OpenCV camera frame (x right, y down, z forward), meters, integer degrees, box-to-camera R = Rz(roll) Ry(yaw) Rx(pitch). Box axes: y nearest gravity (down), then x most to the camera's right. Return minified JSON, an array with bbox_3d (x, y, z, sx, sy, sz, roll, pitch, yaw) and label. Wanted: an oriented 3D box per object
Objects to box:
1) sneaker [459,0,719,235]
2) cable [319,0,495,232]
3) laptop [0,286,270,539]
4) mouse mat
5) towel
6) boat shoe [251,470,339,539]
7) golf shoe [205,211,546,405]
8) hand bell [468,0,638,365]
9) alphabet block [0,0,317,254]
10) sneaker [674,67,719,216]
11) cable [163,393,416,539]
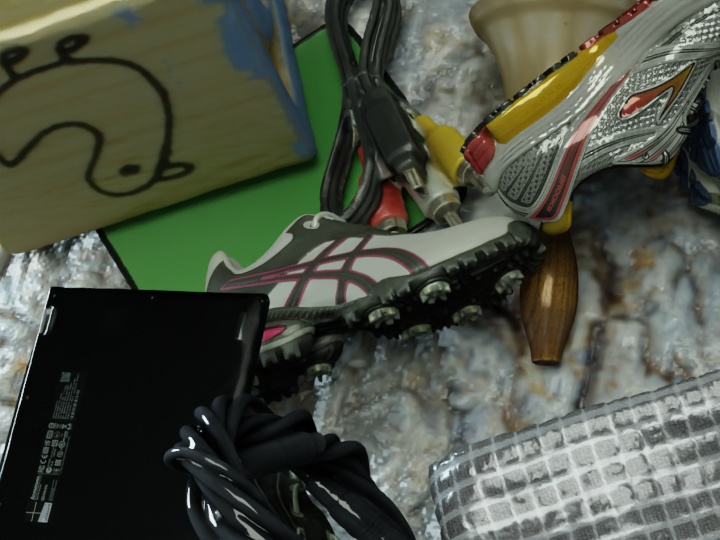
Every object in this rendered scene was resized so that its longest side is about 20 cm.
[{"bbox_3d":[0.152,-0.095,1.064,0.200,0.078,0.082,-37,91,10],"label":"sneaker"},{"bbox_3d":[0.010,-0.090,1.195,0.097,0.050,0.201,-34,46,16],"label":"cable"},{"bbox_3d":[-0.138,0.117,1.071,0.199,0.116,0.188,1,64,21],"label":"laptop"},{"bbox_3d":[-0.055,-0.047,1.204,0.199,0.008,0.161,-33,60,-2],"label":"mouse mat"},{"bbox_3d":[0.145,0.144,1.005,0.199,0.086,0.166,-19,61,6],"label":"towel"},{"bbox_3d":[-0.041,0.139,1.016,0.063,0.200,0.071,7,107,-12],"label":"boat shoe"},{"bbox_3d":[0.000,0.000,1.105,0.199,0.077,0.089,-21,67,16],"label":"golf shoe"},{"bbox_3d":[0.109,-0.047,1.127,0.104,0.104,0.201,-1,76,15],"label":"hand bell"},{"bbox_3d":[-0.159,-0.158,1.178,0.199,0.196,0.197,-18,55,8],"label":"alphabet block"},{"bbox_3d":[0.225,-0.057,1.101,0.085,0.077,0.201,-8,55,-10],"label":"sneaker"},{"bbox_3d":[-0.014,0.119,0.942,0.051,0.200,0.164,-40,36,17],"label":"cable"}]
